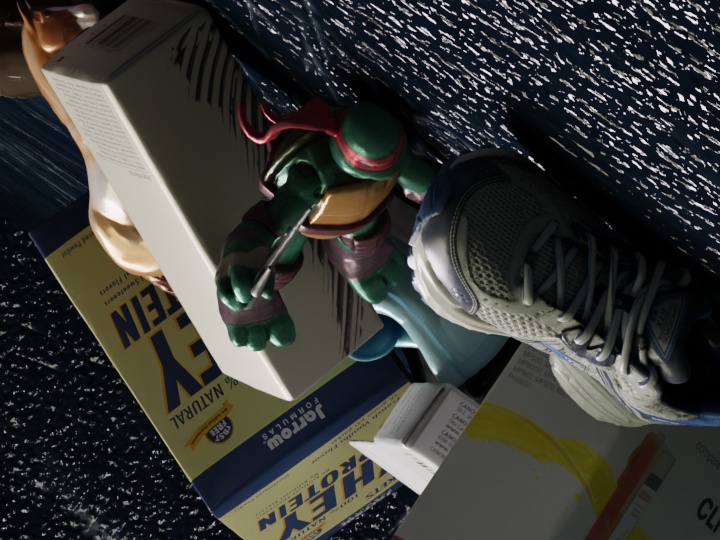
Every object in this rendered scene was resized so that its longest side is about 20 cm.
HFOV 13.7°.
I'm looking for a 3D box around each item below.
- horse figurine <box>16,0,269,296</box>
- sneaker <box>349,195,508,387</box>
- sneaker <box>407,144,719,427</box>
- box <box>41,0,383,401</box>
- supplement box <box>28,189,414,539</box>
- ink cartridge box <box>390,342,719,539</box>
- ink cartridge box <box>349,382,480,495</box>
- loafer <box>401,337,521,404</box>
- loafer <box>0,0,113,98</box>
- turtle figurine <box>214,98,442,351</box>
[{"bbox_3d":[-0.105,-0.051,1.598,0.132,0.050,0.201,1,127,21],"label":"horse figurine"},{"bbox_3d":[0.000,0.000,1.595,0.200,0.082,0.074,30,170,45],"label":"sneaker"},{"bbox_3d":[0.101,0.010,1.249,0.085,0.077,0.200,15,168,45],"label":"sneaker"},{"bbox_3d":[-0.073,-0.036,1.508,0.082,0.068,0.201,20,144,57],"label":"box"},{"bbox_3d":[-0.065,0.043,1.762,0.200,0.134,0.200,55,180,18],"label":"supplement box"},{"bbox_3d":[0.104,0.124,1.416,0.083,0.200,0.145,26,168,42],"label":"ink cartridge box"},{"bbox_3d":[0.096,0.132,1.580,0.200,0.044,0.174,36,174,-6],"label":"ink cartridge box"},{"bbox_3d":[0.060,0.046,1.707,0.070,0.068,0.201,47,175,17],"label":"loafer"},{"bbox_3d":[-0.174,-0.122,1.686,0.073,0.071,0.200,40,173,-34],"label":"loafer"},{"bbox_3d":[-0.005,-0.026,1.390,0.149,0.101,0.200,-7,164,-15],"label":"turtle figurine"}]
